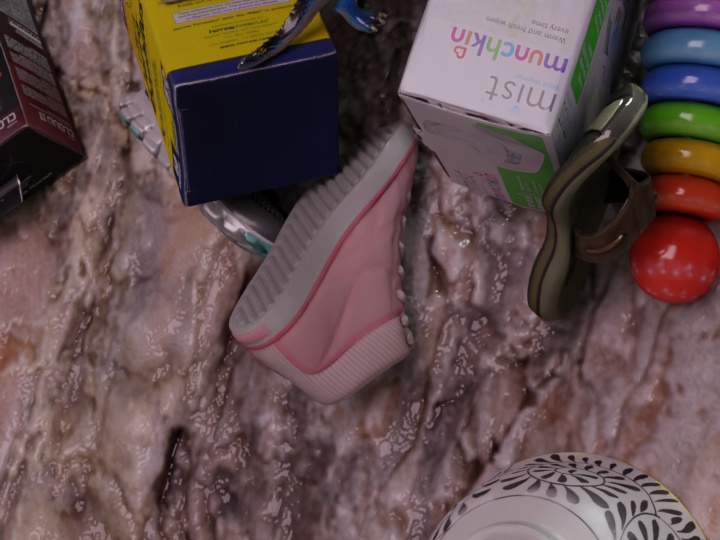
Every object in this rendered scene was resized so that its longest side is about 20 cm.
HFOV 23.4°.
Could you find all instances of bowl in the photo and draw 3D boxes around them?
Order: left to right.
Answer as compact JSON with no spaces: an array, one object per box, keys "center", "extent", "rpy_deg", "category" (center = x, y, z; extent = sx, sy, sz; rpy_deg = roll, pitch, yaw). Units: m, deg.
[{"center":[0.100,0.196,0.998],"extent":[0.199,0.094,0.203],"rpy_deg":[-9,71,27],"category":"bowl"}]

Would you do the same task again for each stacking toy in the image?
[{"center":[0.200,-0.080,1.041],"extent":[0.085,0.085,0.202],"rpy_deg":[4,81,31],"category":"stacking toy"}]

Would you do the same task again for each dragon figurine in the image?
[{"center":[-0.001,-0.202,1.045],"extent":[0.198,0.100,0.059],"rpy_deg":[-25,27,3],"category":"dragon figurine"}]

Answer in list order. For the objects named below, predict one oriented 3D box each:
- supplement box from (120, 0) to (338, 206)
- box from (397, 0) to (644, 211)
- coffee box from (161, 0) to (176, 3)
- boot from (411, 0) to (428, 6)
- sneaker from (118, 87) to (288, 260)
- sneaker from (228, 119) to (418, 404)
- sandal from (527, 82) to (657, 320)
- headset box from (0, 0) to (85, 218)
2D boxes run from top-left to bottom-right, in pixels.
[{"center":[-0.093,-0.158,1.160],"extent":[0.108,0.109,0.201],"rpy_deg":[-13,49,-11],"category":"supplement box"},{"center":[0.103,-0.146,1.031],"extent":[0.096,0.200,0.178],"rpy_deg":[16,82,14],"category":"box"},{"center":[-0.041,-0.252,1.093],"extent":[0.198,0.114,0.080],"rpy_deg":[-12,49,-10],"category":"coffee box"},{"center":[0.029,-0.247,1.194],"extent":[0.199,0.074,0.096],"rpy_deg":[26,81,28],"category":"boot"},{"center":[-0.089,-0.086,1.212],"extent":[0.091,0.078,0.200],"rpy_deg":[-45,60,4],"category":"sneaker"},{"center":[0.000,0.000,1.139],"extent":[0.075,0.105,0.201],"rpy_deg":[-17,34,50],"category":"sneaker"},{"center":[0.142,-0.034,1.006],"extent":[0.057,0.202,0.080],"rpy_deg":[30,62,16],"category":"sandal"},{"center":[-0.309,-0.121,1.346],"extent":[0.148,0.075,0.201],"rpy_deg":[-34,61,17],"category":"headset box"}]
